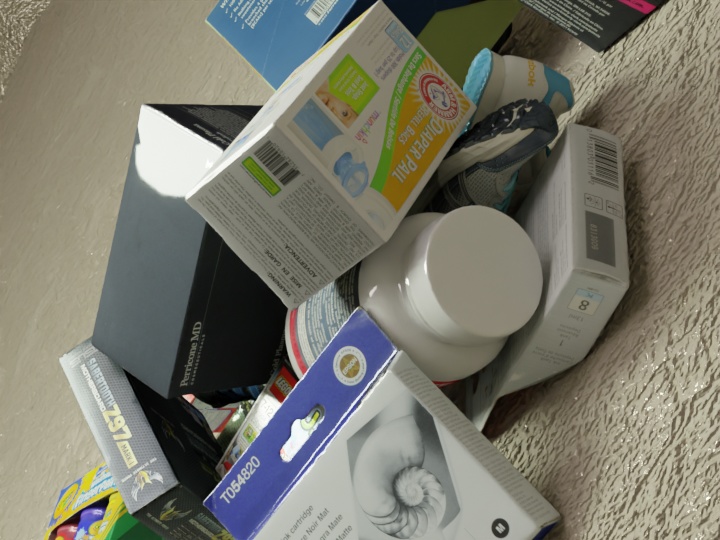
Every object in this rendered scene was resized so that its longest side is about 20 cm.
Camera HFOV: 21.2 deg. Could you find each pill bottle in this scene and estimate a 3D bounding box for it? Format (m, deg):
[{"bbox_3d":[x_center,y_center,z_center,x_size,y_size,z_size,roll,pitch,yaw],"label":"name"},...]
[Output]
[{"bbox_3d":[0.038,0.026,1.344,0.200,0.119,0.120,-31,35,60],"label":"pill bottle"}]

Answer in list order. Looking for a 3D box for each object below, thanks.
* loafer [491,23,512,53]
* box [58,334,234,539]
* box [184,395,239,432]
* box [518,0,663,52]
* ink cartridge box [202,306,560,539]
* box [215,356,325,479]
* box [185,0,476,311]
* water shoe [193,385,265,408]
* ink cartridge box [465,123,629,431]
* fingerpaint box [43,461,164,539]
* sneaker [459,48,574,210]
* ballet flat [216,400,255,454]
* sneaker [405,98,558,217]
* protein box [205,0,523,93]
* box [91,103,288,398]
[{"bbox_3d":[0.054,-0.163,1.709,0.201,0.070,0.068,-52,-1,19],"label":"loafer"},{"bbox_3d":[-0.153,0.153,1.542,0.051,0.200,0.158,-33,58,4],"label":"box"},{"bbox_3d":[-0.110,0.050,1.733,0.200,0.102,0.095,-51,55,30],"label":"box"},{"bbox_3d":[0.209,-0.281,1.461,0.200,0.106,0.123,-38,30,45],"label":"box"},{"bbox_3d":[0.001,0.161,1.270,0.200,0.200,0.041,-53,-21,22],"label":"ink cartridge box"},{"bbox_3d":[-0.026,0.164,1.409,0.110,0.035,0.200,-59,43,14],"label":"box"},{"bbox_3d":[-0.016,-0.084,1.339,0.101,0.113,0.200,-36,13,37],"label":"box"},{"bbox_3d":[-0.098,0.080,1.619,0.072,0.199,0.079,-62,-7,-47],"label":"water shoe"},{"bbox_3d":[0.129,0.020,1.365,0.160,0.047,0.200,-85,15,-48],"label":"ink cartridge box"},{"bbox_3d":[-0.249,0.273,1.860,0.200,0.073,0.167,-33,34,52],"label":"fingerpaint box"},{"bbox_3d":[0.103,-0.073,1.491,0.077,0.080,0.201,-91,16,-52],"label":"sneaker"},{"bbox_3d":[-0.072,0.129,1.664,0.201,0.074,0.074,-60,20,8],"label":"ballet flat"},{"bbox_3d":[0.084,-0.053,1.414,0.200,0.086,0.078,-35,6,43],"label":"sneaker"},{"bbox_3d":[0.003,-0.225,1.634,0.199,0.135,0.200,-53,34,7],"label":"protein box"},{"bbox_3d":[-0.089,-0.020,1.476,0.104,0.182,0.201,29,113,39],"label":"box"}]
